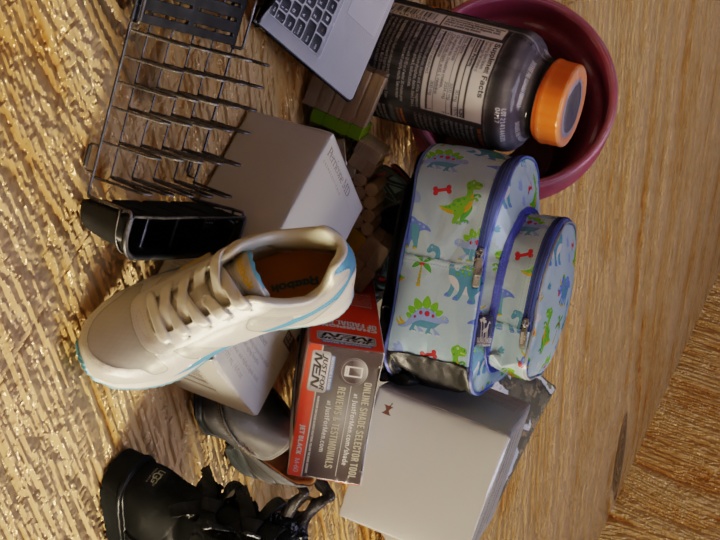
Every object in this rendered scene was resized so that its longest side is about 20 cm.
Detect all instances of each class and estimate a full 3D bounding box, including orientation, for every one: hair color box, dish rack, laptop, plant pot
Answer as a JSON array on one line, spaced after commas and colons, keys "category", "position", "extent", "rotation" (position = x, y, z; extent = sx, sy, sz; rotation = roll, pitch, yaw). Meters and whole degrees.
[{"category": "hair color box", "position": [-0.022, 0.082, 1.108], "extent": [0.200, 0.063, 0.112], "rotation": [-101, -159, -75]}, {"category": "dish rack", "position": [-0.115, -0.111, 0.904], "extent": [0.153, 0.054, 0.202], "rotation": [-7, 114, -68]}, {"category": "laptop", "position": [0.008, -0.249, 0.997], "extent": [0.200, 0.115, 0.189], "rotation": [34, 75, -47]}, {"category": "plant pot", "position": [0.145, -0.151, 1.351], "extent": [0.179, 0.198, 0.202], "rotation": [86, 26, -77]}]

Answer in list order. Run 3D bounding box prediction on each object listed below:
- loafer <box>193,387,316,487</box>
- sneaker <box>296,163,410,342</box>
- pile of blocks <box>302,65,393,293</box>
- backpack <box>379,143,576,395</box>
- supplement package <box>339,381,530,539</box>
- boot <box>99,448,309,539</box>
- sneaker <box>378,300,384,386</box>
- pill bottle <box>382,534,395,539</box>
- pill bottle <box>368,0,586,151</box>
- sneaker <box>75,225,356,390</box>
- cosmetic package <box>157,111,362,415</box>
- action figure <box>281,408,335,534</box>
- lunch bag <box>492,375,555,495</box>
[{"category": "loafer", "position": [-0.084, 0.127, 1.146], "extent": [0.073, 0.072, 0.200], "rotation": [-61, 155, -19]}, {"category": "sneaker", "position": [0.000, 0.000, 1.217], "extent": [0.079, 0.095, 0.202], "rotation": [-23, 128, -63]}, {"category": "pile of blocks", "position": [-0.011, -0.086, 1.147], "extent": [0.062, 0.081, 0.202], "rotation": [-48, 137, -74]}, {"category": "backpack", "position": [0.107, -0.002, 1.152], "extent": [0.183, 0.145, 0.202], "rotation": [-4, 100, -73]}, {"category": "supplement package", "position": [0.071, 0.163, 1.185], "extent": [0.200, 0.116, 0.118], "rotation": [-5, 115, -77]}, {"category": "boot", "position": [-0.113, 0.230, 1.036], "extent": [0.073, 0.161, 0.200], "rotation": [-50, 150, -40]}, {"category": "sneaker", "position": [0.043, 0.054, 1.362], "extent": [0.078, 0.099, 0.202], "rotation": [-3, 110, -67]}, {"category": "pill bottle", "position": [0.083, 0.271, 1.620], "extent": [0.112, 0.112, 0.202], "rotation": [-29, 134, -60]}, {"category": "pill bottle", "position": [0.092, -0.165, 1.165], "extent": [0.106, 0.198, 0.107], "rotation": [-50, 150, -43]}, {"category": "sneaker", "position": [-0.099, 0.018, 0.911], "extent": [0.198, 0.077, 0.081], "rotation": [-21, 162, -10]}, {"category": "cosmetic package", "position": [-0.082, -0.007, 1.033], "extent": [0.201, 0.081, 0.113], "rotation": [-63, 155, -19]}, {"category": "action figure", "position": [-0.029, 0.173, 1.285], "extent": [0.119, 0.101, 0.202], "rotation": [15, 96, -63]}, {"category": "lunch bag", "position": [0.077, 0.158, 1.415], "extent": [0.118, 0.199, 0.165], "rotation": [43, 66, -32]}]
